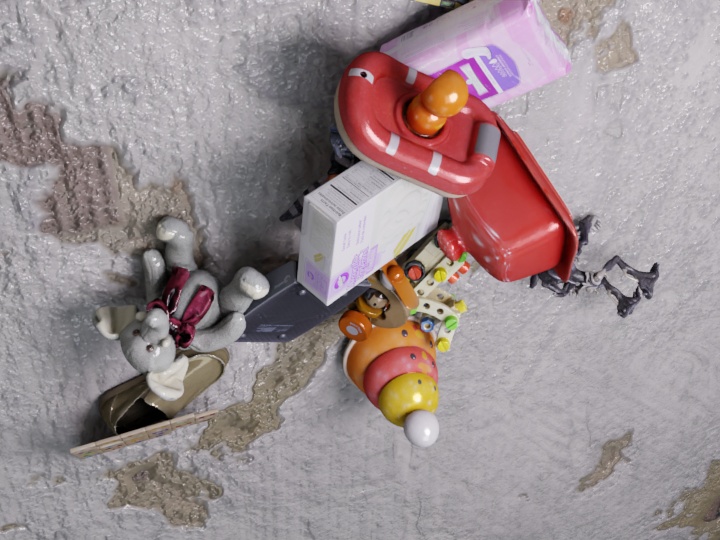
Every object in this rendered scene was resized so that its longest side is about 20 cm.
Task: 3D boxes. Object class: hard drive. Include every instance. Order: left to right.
[{"bbox_3d":[-0.093,0.042,1.440,0.134,0.043,0.200,3,155,-38],"label":"hard drive"}]

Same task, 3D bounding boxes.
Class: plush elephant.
[{"bbox_3d":[-0.237,0.061,1.374,0.164,0.155,0.200,37,135,7],"label":"plush elephant"}]

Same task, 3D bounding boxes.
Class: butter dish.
[{"bbox_3d":[0.163,-0.062,1.371,0.147,0.201,0.200,-29,163,-4],"label":"butter dish"}]

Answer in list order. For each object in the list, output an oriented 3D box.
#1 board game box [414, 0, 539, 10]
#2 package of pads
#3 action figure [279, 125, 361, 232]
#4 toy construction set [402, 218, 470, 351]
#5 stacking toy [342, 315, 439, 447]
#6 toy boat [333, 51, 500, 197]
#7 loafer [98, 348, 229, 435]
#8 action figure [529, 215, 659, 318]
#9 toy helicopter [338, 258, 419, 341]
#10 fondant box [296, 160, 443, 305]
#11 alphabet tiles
[{"bbox_3d":[0.130,-0.365,1.269,0.199,0.035,0.136,6,124,-25],"label":"board game box"},{"bbox_3d":[0.133,-0.249,1.299,0.199,0.076,0.121,-21,135,24],"label":"package of pads"},{"bbox_3d":[-0.025,-0.130,1.337,0.194,0.104,0.200,-63,152,1],"label":"action figure"},{"bbox_3d":[0.131,0.003,1.524,0.131,0.092,0.200,38,100,-13],"label":"toy construction set"},{"bbox_3d":[0.067,0.172,1.561,0.145,0.201,0.147,-11,131,-13],"label":"stacking toy"},{"bbox_3d":[0.073,-0.175,1.215,0.199,0.131,0.131,21,150,-13],"label":"toy boat"},{"bbox_3d":[-0.263,0.168,1.517,0.199,0.068,0.076,-32,133,6],"label":"loafer"},{"bbox_3d":[0.317,-0.008,1.588,0.199,0.102,0.119,23,128,-4],"label":"action figure"},{"bbox_3d":[0.000,0.000,1.463,0.132,0.079,0.200,-10,125,45],"label":"toy helicopter"},{"bbox_3d":[0.017,-0.068,1.310,0.200,0.058,0.145,-34,151,-31],"label":"fondant box"},{"bbox_3d":[-0.292,0.224,1.521,0.198,0.008,0.167,-15,170,-12],"label":"alphabet tiles"}]
